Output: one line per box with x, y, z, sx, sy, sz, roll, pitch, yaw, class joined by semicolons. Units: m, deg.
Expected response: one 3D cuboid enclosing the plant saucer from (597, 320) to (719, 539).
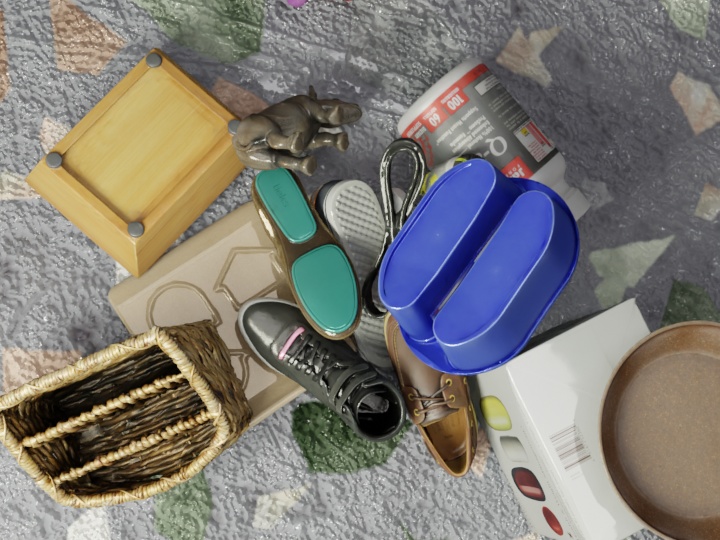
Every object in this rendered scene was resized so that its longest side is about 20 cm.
0.303;0.146;1.023;0.200;0.037;0.201;1;82;-8;plant saucer

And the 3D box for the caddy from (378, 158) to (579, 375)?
0.109;-0.003;1.042;0.141;0.105;0.200;34;87;29;caddy

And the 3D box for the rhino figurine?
-0.058;-0.149;1.162;0.087;0.200;0.060;10;116;23;rhino figurine

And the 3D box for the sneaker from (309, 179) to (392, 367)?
0.000;0.000;1.189;0.078;0.079;0.201;-20;104;-24;sneaker

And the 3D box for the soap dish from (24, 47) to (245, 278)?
-0.217;-0.117;1.162;0.157;0.081;0.200;41;76;4;soap dish

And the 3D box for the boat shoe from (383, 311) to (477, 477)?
0.077;0.120;1.132;0.072;0.068;0.201;-17;120;7;boat shoe

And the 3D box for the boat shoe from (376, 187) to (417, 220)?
0.082;-0.001;1.203;0.066;0.072;0.200;-17;70;-40;boat shoe

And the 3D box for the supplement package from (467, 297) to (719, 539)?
0.219;0.153;1.130;0.147;0.200;0.192;-25;85;-10;supplement package

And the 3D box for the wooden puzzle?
-0.132;0.056;1.177;0.185;0.046;0.200;-33;83;-11;wooden puzzle

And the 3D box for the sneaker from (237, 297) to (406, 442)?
-0.030;0.094;1.103;0.200;0.099;0.071;39;84;-10;sneaker

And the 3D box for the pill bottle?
0.142;-0.114;1.201;0.116;0.116;0.200;-41;88;-11;pill bottle

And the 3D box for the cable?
0.039;-0.030;1.135;0.097;0.050;0.201;-9;99;14;cable

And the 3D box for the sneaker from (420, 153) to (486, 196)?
0.121;-0.020;1.156;0.075;0.076;0.201;-26;101;-39;sneaker

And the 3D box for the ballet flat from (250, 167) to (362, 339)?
-0.053;-0.012;1.137;0.068;0.072;0.200;-26;69;-11;ballet flat

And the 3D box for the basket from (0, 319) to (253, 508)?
-0.218;0.145;1.068;0.199;0.149;0.143;-23;87;10;basket

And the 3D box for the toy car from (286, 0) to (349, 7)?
-0.052;-0.355;1.204;0.199;0.175;0.150;-5;119;-9;toy car
